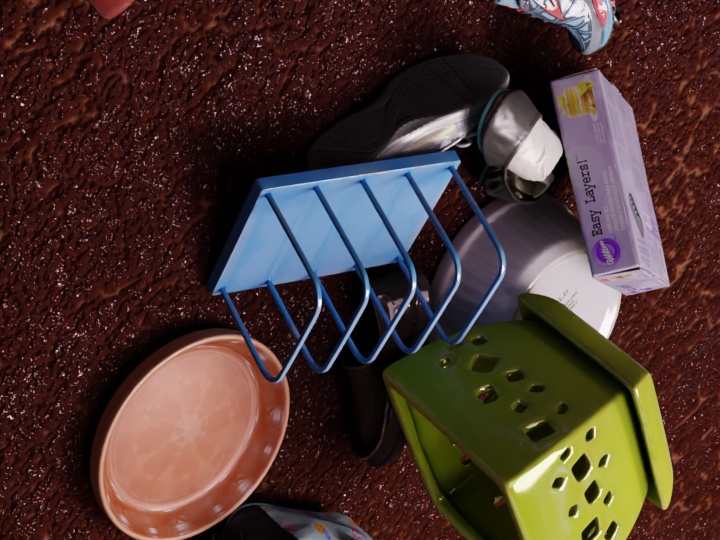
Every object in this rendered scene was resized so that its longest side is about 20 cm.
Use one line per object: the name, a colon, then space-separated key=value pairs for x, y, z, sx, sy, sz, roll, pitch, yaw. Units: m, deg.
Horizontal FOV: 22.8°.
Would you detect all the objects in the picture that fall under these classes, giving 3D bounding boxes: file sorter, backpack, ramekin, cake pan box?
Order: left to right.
backpack: x=-0.052 y=0.315 z=1.660 sx=0.200 sy=0.153 sz=0.177 roll=9 pitch=107 yaw=-56
file sorter: x=0.000 y=0.000 z=1.491 sx=0.199 sy=0.123 sz=0.139 roll=-10 pitch=147 yaw=-33
ramekin: x=0.166 y=0.032 z=1.733 sx=0.202 sy=0.094 sz=0.203 roll=-23 pitch=128 yaw=-32
cake pan box: x=0.233 y=-0.076 z=1.643 sx=0.200 sy=0.052 sz=0.185 roll=13 pitch=66 yaw=-72

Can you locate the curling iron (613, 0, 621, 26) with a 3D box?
curling iron: x=0.213 y=-0.306 z=1.615 sx=0.025 sy=0.050 sz=0.201 roll=-6 pitch=123 yaw=12

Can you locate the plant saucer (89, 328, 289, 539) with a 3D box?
plant saucer: x=-0.149 y=0.141 z=1.550 sx=0.200 sy=0.032 sz=0.201 roll=-23 pitch=129 yaw=-32

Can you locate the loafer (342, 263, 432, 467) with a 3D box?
loafer: x=0.010 y=0.088 z=1.648 sx=0.071 sy=0.073 sz=0.201 roll=-4 pitch=112 yaw=-30

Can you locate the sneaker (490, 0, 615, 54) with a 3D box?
sneaker: x=0.153 y=-0.260 z=1.575 sx=0.095 sy=0.079 sz=0.200 roll=-36 pitch=128 yaw=-3

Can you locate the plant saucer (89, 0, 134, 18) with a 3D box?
plant saucer: x=-0.157 y=-0.306 z=1.271 sx=0.200 sy=0.037 sz=0.200 roll=-49 pitch=137 yaw=-10

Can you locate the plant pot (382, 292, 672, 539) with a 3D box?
plant pot: x=0.163 y=0.153 z=1.603 sx=0.181 sy=0.199 sz=0.201 roll=-34 pitch=132 yaw=-16

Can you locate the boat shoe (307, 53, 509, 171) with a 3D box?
boat shoe: x=0.043 y=-0.119 z=1.548 sx=0.202 sy=0.074 sz=0.065 roll=-36 pitch=145 yaw=-18

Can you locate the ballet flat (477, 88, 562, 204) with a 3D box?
ballet flat: x=0.145 y=-0.106 z=1.587 sx=0.068 sy=0.068 sz=0.200 roll=-57 pitch=169 yaw=-8
